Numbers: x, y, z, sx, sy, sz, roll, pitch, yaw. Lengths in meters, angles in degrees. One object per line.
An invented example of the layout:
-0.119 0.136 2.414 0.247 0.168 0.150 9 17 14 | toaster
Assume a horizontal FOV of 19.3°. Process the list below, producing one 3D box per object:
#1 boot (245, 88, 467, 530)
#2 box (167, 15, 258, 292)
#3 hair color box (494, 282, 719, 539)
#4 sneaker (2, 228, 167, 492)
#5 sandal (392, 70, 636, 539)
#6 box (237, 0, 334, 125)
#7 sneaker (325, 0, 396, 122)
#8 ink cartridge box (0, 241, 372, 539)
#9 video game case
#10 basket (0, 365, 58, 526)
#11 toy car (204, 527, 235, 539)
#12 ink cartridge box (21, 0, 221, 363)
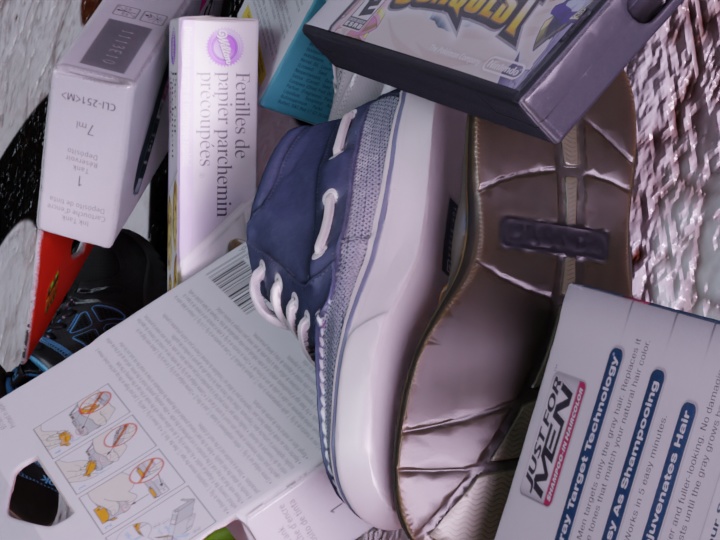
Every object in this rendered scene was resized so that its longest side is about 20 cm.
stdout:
-0.002 0.016 0.803 0.090 0.073 0.201 -16 42 31 | boot
-0.070 -0.019 0.999 0.041 0.038 0.201 -155 65 -75 | box
0.116 0.070 0.597 0.200 0.060 0.101 18 91 65 | hair color box
-0.148 0.042 1.142 0.073 0.081 0.201 -60 26 32 | sneaker
0.054 0.010 0.750 0.055 0.081 0.201 122 156 -67 | sandal
0.010 -0.169 0.980 0.201 0.049 0.083 -59 28 30 | box
0.006 -0.140 0.895 0.075 0.081 0.201 -19 -60 -76 | sneaker
-0.073 0.075 0.880 0.173 0.044 0.200 -33 28 -10 | ink cartridge box
0.078 -0.134 0.758 0.181 0.025 0.200 -48 24 -6 | video game case
-0.272 0.129 1.116 0.199 0.137 0.180 -28 11 11 | basket
-0.119 0.170 0.862 0.158 0.199 0.165 -53 32 38 | toy car
-0.121 -0.068 1.107 0.200 0.043 0.174 -70 -8 -57 | ink cartridge box
